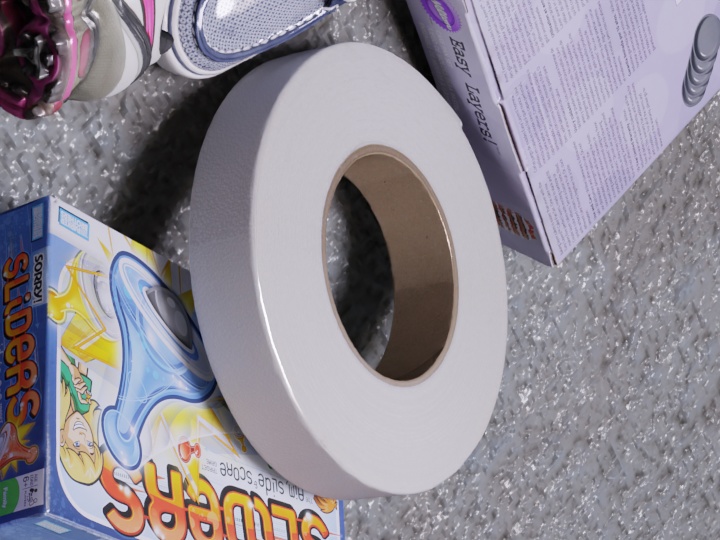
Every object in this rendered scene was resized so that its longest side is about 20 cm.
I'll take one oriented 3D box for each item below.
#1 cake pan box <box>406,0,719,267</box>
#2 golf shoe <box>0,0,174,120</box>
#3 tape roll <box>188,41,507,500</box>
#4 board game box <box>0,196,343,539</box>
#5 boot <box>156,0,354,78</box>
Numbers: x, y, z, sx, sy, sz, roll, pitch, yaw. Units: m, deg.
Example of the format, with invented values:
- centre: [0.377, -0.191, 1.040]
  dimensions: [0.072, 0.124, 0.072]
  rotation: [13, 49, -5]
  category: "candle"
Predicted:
- centre: [0.112, -0.130, 1.065]
  dimensions: [0.184, 0.052, 0.200]
  rotation: [-48, 140, -22]
  category: "cake pan box"
- centre: [-0.104, -0.160, 0.839]
  dimensions: [0.092, 0.073, 0.200]
  rotation: [-26, 135, -43]
  category: "golf shoe"
- centre: [0.000, 0.000, 0.970]
  dimensions: [0.203, 0.037, 0.203]
  rotation: [18, 68, -52]
  category: "tape roll"
- centre: [-0.077, 0.068, 0.919]
  dimensions: [0.200, 0.034, 0.136]
  rotation: [31, 49, -50]
  category: "board game box"
- centre: [0.001, -0.148, 0.931]
  dimensions: [0.200, 0.090, 0.073]
  rotation: [-46, 133, -22]
  category: "boot"
